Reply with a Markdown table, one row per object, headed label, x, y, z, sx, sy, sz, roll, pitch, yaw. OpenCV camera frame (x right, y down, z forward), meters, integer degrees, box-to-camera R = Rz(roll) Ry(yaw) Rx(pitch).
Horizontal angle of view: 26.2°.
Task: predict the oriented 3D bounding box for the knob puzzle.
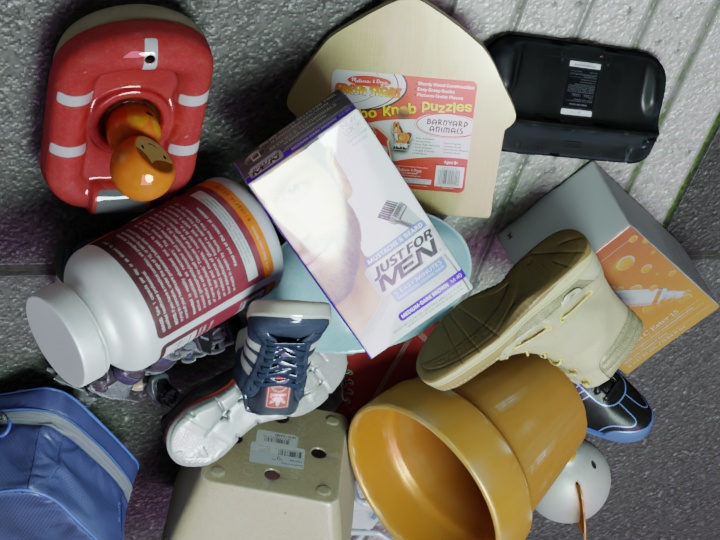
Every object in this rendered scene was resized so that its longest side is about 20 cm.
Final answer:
| label | x | y | z | sx | sy | sz | roll | pitch | yaw |
| --- | --- | --- | --- | --- | --- | --- | --- | --- | --- |
| knob puzzle | 0.036 | -0.147 | 1.341 | 0.219 | 0.030 | 0.220 | 1 | 121 | 2 |

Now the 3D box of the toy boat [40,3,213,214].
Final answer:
| label | x | y | z | sx | sy | sz | roll | pitch | yaw |
| --- | --- | --- | --- | --- | --- | --- | --- | --- | --- |
| toy boat | -0.180 | -0.109 | 1.233 | 0.130 | 0.131 | 0.200 | -4 | 135 | -21 |

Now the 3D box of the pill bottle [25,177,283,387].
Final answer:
| label | x | y | z | sx | sy | sz | roll | pitch | yaw |
| --- | --- | --- | --- | --- | --- | --- | --- | --- | --- |
| pill bottle | -0.172 | 0.011 | 1.291 | 0.200 | 0.113 | 0.113 | -31 | 145 | -30 |

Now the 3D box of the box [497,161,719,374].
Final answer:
| label | x | y | z | sx | sy | sz | roll | pitch | yaw |
| --- | --- | --- | --- | --- | --- | --- | --- | --- | --- |
| box | 0.253 | 0.001 | 1.568 | 0.124 | 0.098 | 0.200 | -39 | 136 | 17 |

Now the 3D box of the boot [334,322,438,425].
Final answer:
| label | x | y | z | sx | sy | sz | roll | pitch | yaw |
| --- | --- | --- | --- | --- | --- | --- | --- | --- | --- |
| boot | -0.014 | 0.105 | 1.588 | 0.144 | 0.072 | 0.200 | 22 | 123 | -30 |

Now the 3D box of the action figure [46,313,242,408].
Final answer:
| label | x | y | z | sx | sy | sz | roll | pitch | yaw |
| --- | --- | --- | --- | --- | --- | --- | --- | --- | --- |
| action figure | -0.208 | 0.089 | 1.461 | 0.200 | 0.069 | 0.130 | -29 | 159 | 29 |

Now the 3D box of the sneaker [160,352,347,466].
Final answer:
| label | x | y | z | sx | sy | sz | roll | pitch | yaw |
| --- | --- | --- | --- | --- | --- | --- | --- | --- | --- |
| sneaker | -0.110 | 0.111 | 1.501 | 0.200 | 0.082 | 0.077 | -27 | 115 | -16 |

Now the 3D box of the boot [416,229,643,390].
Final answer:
| label | x | y | z | sx | sy | sz | roll | pitch | yaw |
| --- | --- | --- | --- | --- | --- | --- | --- | --- | --- |
| boot | 0.164 | 0.071 | 1.467 | 0.200 | 0.073 | 0.155 | -41 | 131 | 1 |

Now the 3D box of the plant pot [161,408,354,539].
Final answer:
| label | x | y | z | sx | sy | sz | roll | pitch | yaw |
| --- | --- | --- | --- | --- | --- | --- | --- | --- | --- |
| plant pot | -0.097 | 0.240 | 1.563 | 0.199 | 0.200 | 0.177 | 11 | 124 | -3 |

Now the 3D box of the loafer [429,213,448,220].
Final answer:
| label | x | y | z | sx | sy | sz | roll | pitch | yaw |
| --- | --- | --- | --- | --- | --- | --- | --- | --- | --- |
| loafer | 0.046 | -0.060 | 1.440 | 0.200 | 0.070 | 0.070 | -31 | 146 | 18 |

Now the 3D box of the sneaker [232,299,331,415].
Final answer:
| label | x | y | z | sx | sy | sz | roll | pitch | yaw |
| --- | --- | --- | --- | --- | --- | --- | --- | --- | --- |
| sneaker | -0.069 | 0.080 | 1.339 | 0.075 | 0.085 | 0.200 | 4 | 164 | -9 |

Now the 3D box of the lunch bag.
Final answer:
| label | x | y | z | sx | sy | sz | roll | pitch | yaw |
| --- | --- | --- | --- | --- | --- | --- | --- | --- | --- |
| lunch bag | -0.312 | 0.195 | 1.493 | 0.136 | 0.133 | 0.200 | -9 | 141 | 19 |

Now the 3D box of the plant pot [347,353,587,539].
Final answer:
| label | x | y | z | sx | sy | sz | roll | pitch | yaw |
| --- | --- | --- | --- | --- | --- | --- | --- | --- | --- |
| plant pot | 0.120 | 0.172 | 1.537 | 0.183 | 0.200 | 0.200 | -34 | 147 | -33 |

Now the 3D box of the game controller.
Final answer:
| label | x | y | z | sx | sy | sz | roll | pitch | yaw |
| --- | --- | --- | --- | --- | --- | --- | --- | --- | --- |
| game controller | 0.192 | -0.154 | 1.405 | 0.200 | 0.042 | 0.105 | 3 | 96 | -28 |

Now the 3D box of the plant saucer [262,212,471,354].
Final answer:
| label | x | y | z | sx | sy | sz | roll | pitch | yaw |
| --- | --- | --- | --- | --- | --- | --- | --- | --- | --- |
| plant saucer | 0.000 | 0.000 | 1.412 | 0.201 | 0.039 | 0.201 | -8 | 139 | -7 |

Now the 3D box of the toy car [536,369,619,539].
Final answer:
| label | x | y | z | sx | sy | sz | roll | pitch | yaw |
| --- | --- | --- | --- | --- | --- | --- | --- | --- | --- |
| toy car | 0.214 | 0.195 | 1.677 | 0.184 | 0.200 | 0.177 | -17 | 138 | -7 |

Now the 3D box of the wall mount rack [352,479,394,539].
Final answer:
| label | x | y | z | sx | sy | sz | roll | pitch | yaw |
| --- | --- | --- | --- | --- | --- | --- | --- | --- | --- |
| wall mount rack | 0.039 | 0.289 | 1.793 | 0.173 | 0.075 | 0.200 | 7 | 131 | -30 |

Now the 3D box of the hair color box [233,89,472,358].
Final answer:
| label | x | y | z | sx | sy | sz | roll | pitch | yaw |
| --- | --- | --- | --- | --- | --- | --- | --- | --- | --- |
| hair color box | -0.004 | -0.037 | 1.293 | 0.109 | 0.065 | 0.200 | -35 | 116 | 0 |

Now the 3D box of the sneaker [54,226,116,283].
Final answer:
| label | x | y | z | sx | sy | sz | roll | pitch | yaw |
| --- | --- | --- | --- | --- | --- | --- | --- | --- | --- |
| sneaker | -0.184 | -0.002 | 1.405 | 0.200 | 0.075 | 0.087 | -1 | 156 | -23 |

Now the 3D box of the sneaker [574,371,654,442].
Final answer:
| label | x | y | z | sx | sy | sz | roll | pitch | yaw |
| --- | --- | --- | --- | --- | --- | --- | --- | --- | --- |
| sneaker | 0.222 | 0.105 | 1.604 | 0.070 | 0.200 | 0.078 | -56 | 174 | -27 |
